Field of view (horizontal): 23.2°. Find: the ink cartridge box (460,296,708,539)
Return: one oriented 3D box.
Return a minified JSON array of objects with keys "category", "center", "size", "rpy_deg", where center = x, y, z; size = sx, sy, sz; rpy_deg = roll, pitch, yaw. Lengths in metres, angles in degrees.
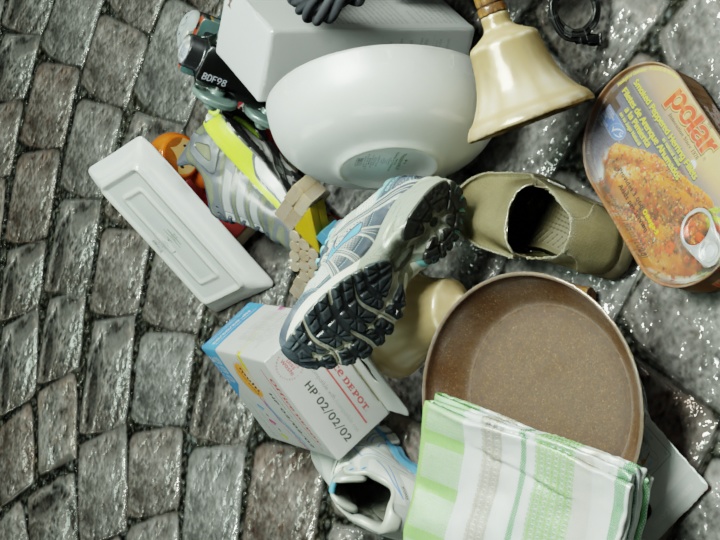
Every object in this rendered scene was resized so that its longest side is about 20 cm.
[{"category":"ink cartridge box","center":[0.166,0.136,1.350],"size":[0.200,0.050,0.162],"rpy_deg":[50,122,23]}]

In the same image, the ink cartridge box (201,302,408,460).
[{"category":"ink cartridge box","center":[-0.051,0.096,1.539],"size":[0.068,0.115,0.200],"rpy_deg":[-42,18,-18]}]

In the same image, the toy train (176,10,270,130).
[{"category":"toy train","center":[-0.082,-0.184,1.643],"size":[0.085,0.200,0.114],"rpy_deg":[-63,25,22]}]

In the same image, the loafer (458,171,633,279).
[{"category":"loafer","center":[0.136,-0.044,1.412],"size":[0.200,0.067,0.076],"rpy_deg":[15,89,51]}]

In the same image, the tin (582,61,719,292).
[{"category":"tin","center":[0.236,-0.071,1.314],"size":[0.112,0.042,0.200],"rpy_deg":[-54,42,32]}]

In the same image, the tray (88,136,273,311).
[{"category":"tray","center":[-0.184,-0.038,1.749],"size":[0.107,0.200,0.022],"rpy_deg":[-24,23,48]}]

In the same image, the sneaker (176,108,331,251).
[{"category":"sneaker","center":[-0.094,-0.064,1.665],"size":[0.081,0.074,0.200],"rpy_deg":[-41,79,23]}]

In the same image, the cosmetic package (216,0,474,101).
[{"category":"cosmetic package","center":[-0.014,-0.202,1.538],"size":[0.101,0.200,0.071],"rpy_deg":[52,137,47]}]

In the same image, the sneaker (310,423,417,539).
[{"category":"sneaker","center":[0.001,0.178,1.512],"size":[0.200,0.087,0.075],"rpy_deg":[27,104,54]}]

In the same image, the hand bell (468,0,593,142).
[{"category":"hand bell","center":[0.100,-0.211,1.375],"size":[0.104,0.104,0.200],"rpy_deg":[-20,91,49]}]

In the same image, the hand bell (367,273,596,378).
[{"category":"hand bell","center":[0.103,0.031,1.437],"size":[0.200,0.104,0.104],"rpy_deg":[-7,74,40]}]

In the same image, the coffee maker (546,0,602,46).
[{"category":"coffee maker","center":[0.103,-0.282,1.472],"size":[0.200,0.135,0.193],"rpy_deg":[-1,80,53]}]

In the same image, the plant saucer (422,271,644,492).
[{"category":"plant saucer","center":[0.135,0.100,1.320],"size":[0.200,0.037,0.201],"rpy_deg":[2,94,39]}]

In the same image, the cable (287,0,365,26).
[{"category":"cable","center":[0.003,-0.269,1.418],"size":[0.200,0.051,0.163],"rpy_deg":[-45,29,41]}]

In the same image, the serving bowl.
[{"category":"serving bowl","center":[0.021,-0.115,1.473],"size":[0.200,0.200,0.066],"rpy_deg":[-27,59,46]}]

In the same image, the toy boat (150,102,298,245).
[{"category":"toy boat","center":[-0.153,-0.105,1.758],"size":[0.200,0.131,0.131],"rpy_deg":[-45,47,36]}]

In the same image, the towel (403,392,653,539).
[{"category":"towel","center":[0.115,0.188,1.300],"size":[0.200,0.031,0.150],"rpy_deg":[18,103,38]}]

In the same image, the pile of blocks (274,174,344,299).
[{"category":"pile of blocks","center":[-0.020,-0.002,1.581],"size":[0.082,0.062,0.200],"rpy_deg":[14,128,30]}]

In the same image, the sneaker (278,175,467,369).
[{"category":"sneaker","center":[0.000,0.000,1.438],"size":[0.200,0.078,0.086],"rpy_deg":[-46,37,-19]}]
